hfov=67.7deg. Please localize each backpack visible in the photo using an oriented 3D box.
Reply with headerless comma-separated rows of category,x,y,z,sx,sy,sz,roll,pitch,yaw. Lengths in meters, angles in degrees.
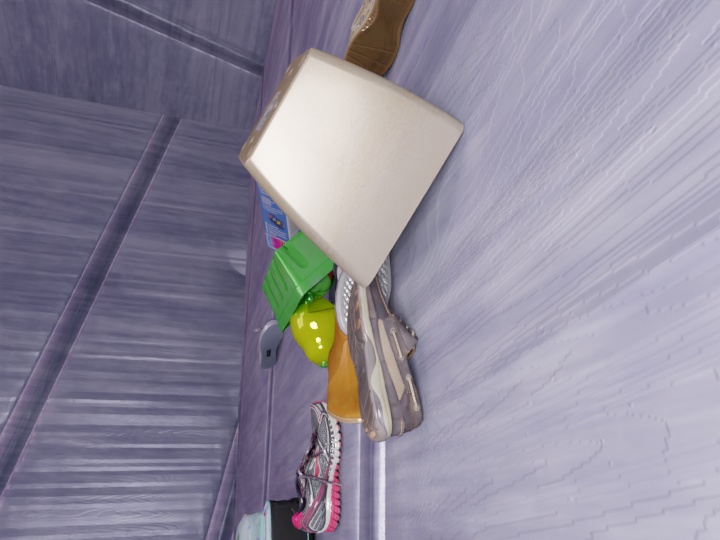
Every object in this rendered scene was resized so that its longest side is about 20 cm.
backpack,-0.161,0.540,0.999,0.203,0.147,0.180,106,156,-49

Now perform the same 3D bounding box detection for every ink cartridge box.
ink cartridge box,-0.125,-0.153,1.019,0.136,0.074,0.205,-44,-34,-40

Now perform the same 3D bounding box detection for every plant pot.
plant pot,-0.033,-0.137,0.623,0.203,0.174,0.200,-56,22,4

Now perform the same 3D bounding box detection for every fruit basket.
fruit basket,-0.078,0.055,0.950,0.213,0.155,0.220,35,146,27

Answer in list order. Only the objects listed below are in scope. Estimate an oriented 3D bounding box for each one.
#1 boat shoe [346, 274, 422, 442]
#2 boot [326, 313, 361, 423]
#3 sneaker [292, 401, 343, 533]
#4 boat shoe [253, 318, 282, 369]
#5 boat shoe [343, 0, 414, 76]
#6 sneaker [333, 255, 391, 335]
boat shoe,0.028,0.095,0.636,0.075,0.070,0.207,121,145,-60
boot,-0.015,0.122,0.764,0.201,0.068,0.150,-167,80,-78
sneaker,-0.073,0.322,0.892,0.081,0.072,0.207,128,144,-59
boat shoe,-0.278,0.198,1.598,0.087,0.072,0.206,59,150,36
boat shoe,0.030,-0.364,0.786,0.202,0.071,0.064,-55,27,40
sneaker,0.000,0.000,0.750,0.079,0.076,0.207,144,140,-60
